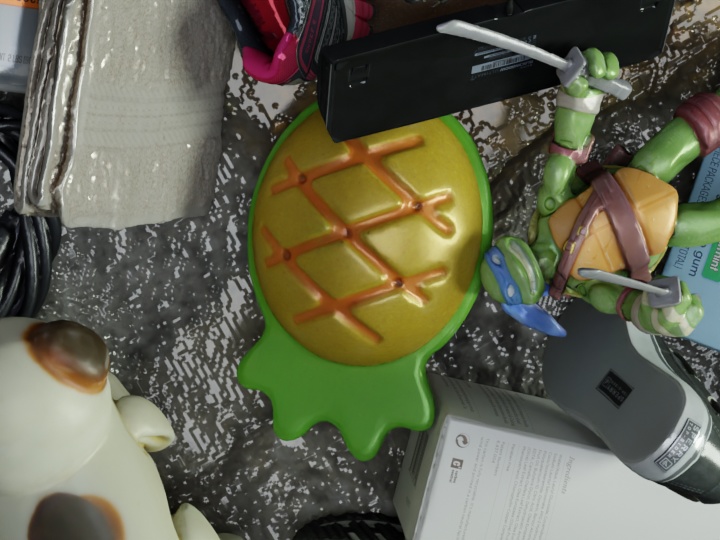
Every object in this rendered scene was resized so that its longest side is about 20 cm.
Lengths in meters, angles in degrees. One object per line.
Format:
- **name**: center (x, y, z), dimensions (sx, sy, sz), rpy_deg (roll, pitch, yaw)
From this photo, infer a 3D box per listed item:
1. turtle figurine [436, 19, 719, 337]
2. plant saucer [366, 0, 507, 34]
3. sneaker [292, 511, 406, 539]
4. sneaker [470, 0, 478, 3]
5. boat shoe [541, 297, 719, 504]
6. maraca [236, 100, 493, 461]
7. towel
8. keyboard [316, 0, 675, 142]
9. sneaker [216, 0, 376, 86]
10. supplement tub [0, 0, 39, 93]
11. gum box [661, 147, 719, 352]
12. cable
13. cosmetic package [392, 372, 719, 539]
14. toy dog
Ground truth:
- **turtle figurine**: center (0.157, -0.046, 1.293), dimensions (0.193, 0.144, 0.201), rpy_deg (-23, 137, -14)
- **plant saucer**: center (0.020, -0.210, 1.322), dimensions (0.199, 0.037, 0.202), rpy_deg (14, 118, 28)
- **sneaker**: center (0.053, 0.191, 1.416), dimensions (0.198, 0.074, 0.081), rpy_deg (15, 100, -7)
- **sneaker**: center (0.102, -0.206, 1.324), dimensions (0.075, 0.115, 0.202), rpy_deg (-22, 103, -33)
- **boat shoe**: center (0.150, 0.070, 1.344), dimensions (0.056, 0.200, 0.069), rpy_deg (36, 100, -21)
- **maraca**: center (0.000, 0.000, 1.358), dimensions (0.136, 0.107, 0.202), rpy_deg (13, 95, 17)
- **towel**: center (-0.115, -0.091, 1.298), dimensions (0.034, 0.200, 0.134), rpy_deg (13, 100, 21)
- **keyboard**: center (0.073, -0.128, 1.281), dimensions (0.198, 0.127, 0.021), rpy_deg (-16, 59, -14)
- **sneaker**: center (-0.056, -0.195, 1.311), dimensions (0.080, 0.075, 0.201), rpy_deg (-17, 101, 38)
- **supplement tub**: center (-0.173, -0.197, 1.305), dimensions (0.121, 0.123, 0.202), rpy_deg (8, 98, -7)
- **gum box**: center (0.278, -0.015, 1.374), dimensions (0.199, 0.045, 0.171), rpy_deg (21, 95, 16)
- **cable**: center (-0.247, -0.016, 1.365), dimensions (0.199, 0.051, 0.164), rpy_deg (-27, 101, -1)
- **cosmetic package**: center (0.127, 0.125, 1.395), dimensions (0.198, 0.108, 0.086), rpy_deg (14, 99, -6)
- **toy dog**: center (-0.164, 0.120, 1.330), dimensions (0.139, 0.194, 0.201), rpy_deg (-21, 108, 11)
